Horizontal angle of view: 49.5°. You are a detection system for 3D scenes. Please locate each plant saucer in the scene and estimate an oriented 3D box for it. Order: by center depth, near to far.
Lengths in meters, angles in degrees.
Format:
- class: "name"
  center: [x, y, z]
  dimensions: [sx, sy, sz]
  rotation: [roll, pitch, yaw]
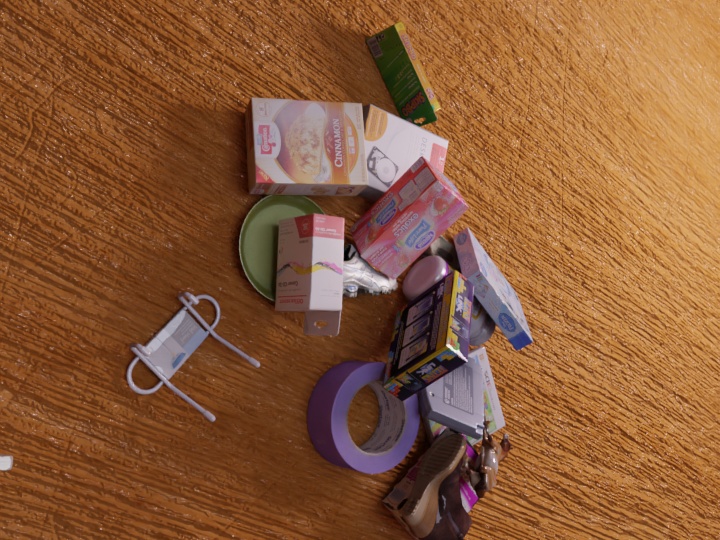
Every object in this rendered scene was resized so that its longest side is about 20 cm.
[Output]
- class: "plant saucer"
  center: [-0.133, -0.039, 1.398]
  dimensions: [0.200, 0.031, 0.201]
  rotation: [2, 86, -35]

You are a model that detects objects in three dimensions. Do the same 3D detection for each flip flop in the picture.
- class: "flip flop"
  center: [0.138, -0.055, 1.574]
  dimensions: [0.200, 0.058, 0.081]
  rotation: [31, 69, -29]

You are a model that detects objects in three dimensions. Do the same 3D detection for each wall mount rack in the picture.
- class: "wall mount rack"
  center: [-0.269, 0.138, 1.262]
  dimensions: [0.174, 0.074, 0.200]
  rotation: [51, 62, -21]

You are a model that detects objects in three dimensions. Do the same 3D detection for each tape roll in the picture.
- class: "tape roll"
  center: [0.007, 0.268, 1.442]
  dimensions: [0.200, 0.085, 0.201]
  rotation: [3, 85, -34]

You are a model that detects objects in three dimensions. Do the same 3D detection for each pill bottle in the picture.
- class: "pill bottle"
  center: [0.183, 0.067, 1.569]
  dimensions: [0.200, 0.104, 0.104]
  rotation: [42, 64, -25]

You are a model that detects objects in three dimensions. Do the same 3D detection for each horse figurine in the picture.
- class: "horse figurine"
  center: [0.241, 0.364, 1.500]
  dimensions: [0.200, 0.050, 0.133]
  rotation: [-60, 139, -49]

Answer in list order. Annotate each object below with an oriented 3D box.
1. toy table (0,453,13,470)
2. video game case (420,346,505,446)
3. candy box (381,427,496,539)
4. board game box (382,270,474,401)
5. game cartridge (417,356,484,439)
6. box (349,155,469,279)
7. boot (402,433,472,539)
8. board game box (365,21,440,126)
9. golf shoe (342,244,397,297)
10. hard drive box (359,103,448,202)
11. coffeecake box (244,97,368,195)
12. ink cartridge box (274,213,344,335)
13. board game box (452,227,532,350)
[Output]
- class: "toy table"
  center: [-0.564, 0.249, 1.021]
  dimensions: [0.183, 0.117, 0.201]
  rotation: [-5, 88, -35]
- class: "video game case"
  center: [0.208, 0.277, 1.620]
  dimensions: [0.200, 0.022, 0.183]
  rotation: [-21, 98, -34]
- class: "candy box"
  center: [0.156, 0.430, 1.533]
  dimensions: [0.200, 0.061, 0.137]
  rotation: [-44, 111, -20]
- class: "board game box"
  center: [0.125, 0.117, 1.417]
  dimensions: [0.057, 0.165, 0.200]
  rotation: [38, 38, -20]
- class: "game cartridge"
  center: [0.175, 0.228, 1.516]
  dimensions: [0.133, 0.041, 0.200]
  rotation: [28, 33, -10]
- class: "box"
  center: [0.088, -0.096, 1.444]
  dimensions: [0.095, 0.103, 0.200]
  rotation: [35, 108, -31]
- class: "boot"
  center: [0.167, 0.427, 1.481]
  dimensions: [0.200, 0.072, 0.166]
  rotation: [-54, 127, -20]
- class: "board game box"
  center: [0.087, -0.379, 1.538]
  dimensions: [0.030, 0.095, 0.200]
  rotation: [-33, 105, -33]
- class: "golf shoe"
  center: [0.000, 0.000, 1.442]
  dimensions: [0.200, 0.078, 0.098]
  rotation: [-1, 89, -52]
- class: "hard drive box"
  center: [0.062, -0.211, 1.521]
  dimensions: [0.200, 0.077, 0.156]
  rotation: [17, 78, -33]
- class: "coffeecake box"
  center: [-0.096, -0.214, 1.369]
  dimensions: [0.199, 0.073, 0.154]
  rotation: [-1, 79, -18]
- class: "ink cartridge box"
  center: [-0.088, 0.010, 1.336]
  dimensions: [0.067, 0.116, 0.201]
  rotation: [5, 84, -36]
- class: "board game box"
  center: [0.267, 0.034, 1.594]
  dimensions: [0.199, 0.043, 0.200]
  rotation: [52, 17, -21]
